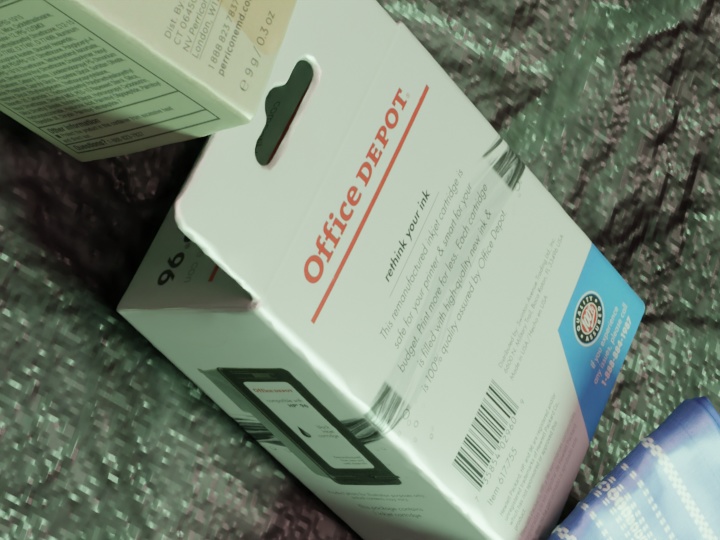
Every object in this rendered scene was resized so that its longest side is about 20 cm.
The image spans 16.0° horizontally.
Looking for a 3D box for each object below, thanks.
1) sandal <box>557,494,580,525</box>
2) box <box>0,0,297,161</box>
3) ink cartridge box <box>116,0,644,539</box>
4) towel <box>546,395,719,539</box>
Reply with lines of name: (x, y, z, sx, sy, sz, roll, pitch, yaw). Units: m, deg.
sandal: (0.091, 0.172, 0.918, 0.080, 0.054, 0.200, -18, 96, -41)
box: (-0.117, -0.116, 0.727, 0.200, 0.095, 0.078, 34, 63, -34)
ink cartridge box: (0.000, 0.000, 0.841, 0.200, 0.068, 0.116, 47, 56, -35)
towel: (0.085, 0.156, 0.868, 0.200, 0.024, 0.145, -45, 121, -18)
